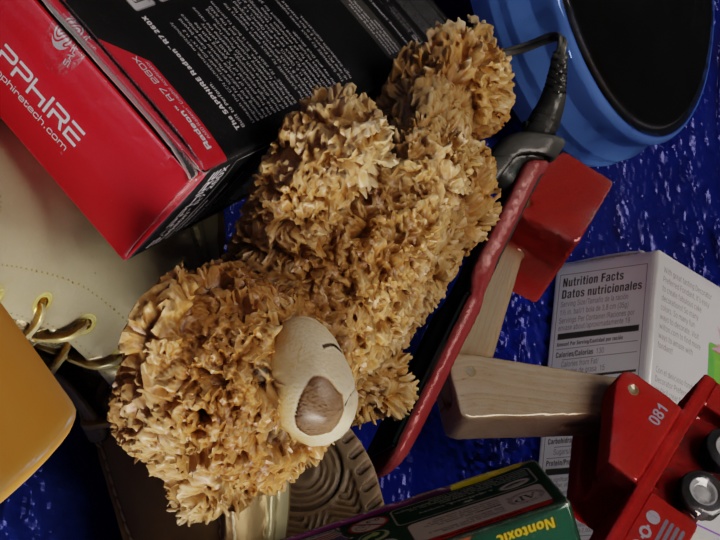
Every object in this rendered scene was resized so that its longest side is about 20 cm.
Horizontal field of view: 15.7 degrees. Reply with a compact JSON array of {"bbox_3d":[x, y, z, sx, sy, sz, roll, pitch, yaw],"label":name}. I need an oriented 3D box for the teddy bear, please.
[{"bbox_3d":[0.000,0.000,0.848,0.200,0.067,0.145,-35,150,-56],"label":"teddy bear"}]

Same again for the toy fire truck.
[{"bbox_3d":[0.081,0.059,1.040,0.141,0.049,0.200,36,51,3],"label":"toy fire truck"}]

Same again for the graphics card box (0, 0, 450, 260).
[{"bbox_3d":[-0.056,-0.088,0.878,0.126,0.051,0.200,48,32,6],"label":"graphics card box"}]

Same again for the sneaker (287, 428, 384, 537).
[{"bbox_3d":[-0.002,0.124,0.965,0.071,0.113,0.200,-36,80,-7],"label":"sneaker"}]

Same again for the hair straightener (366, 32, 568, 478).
[{"bbox_3d":[0.024,-0.020,1.020,0.077,0.041,0.200,34,70,-10],"label":"hair straightener"}]

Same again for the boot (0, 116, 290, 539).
[{"bbox_3d":[-0.101,0.023,0.849,0.155,0.073,0.201,-4,83,-55],"label":"boot"}]

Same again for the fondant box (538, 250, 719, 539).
[{"bbox_3d":[0.140,0.109,1.152,0.144,0.058,0.201,27,64,-46],"label":"fondant box"}]

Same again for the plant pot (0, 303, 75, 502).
[{"bbox_3d":[-0.203,0.018,0.651,0.184,0.200,0.200,56,43,-6],"label":"plant pot"}]

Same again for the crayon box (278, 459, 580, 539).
[{"bbox_3d":[-0.008,0.177,0.852,0.058,0.199,0.173,-129,-158,-76],"label":"crayon box"}]

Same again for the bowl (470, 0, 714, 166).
[{"bbox_3d":[0.104,-0.147,1.144,0.200,0.039,0.202,22,65,-58],"label":"bowl"}]
